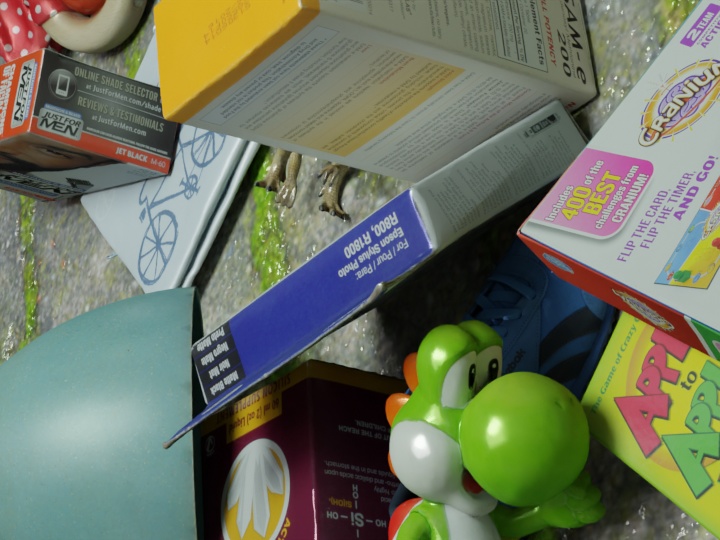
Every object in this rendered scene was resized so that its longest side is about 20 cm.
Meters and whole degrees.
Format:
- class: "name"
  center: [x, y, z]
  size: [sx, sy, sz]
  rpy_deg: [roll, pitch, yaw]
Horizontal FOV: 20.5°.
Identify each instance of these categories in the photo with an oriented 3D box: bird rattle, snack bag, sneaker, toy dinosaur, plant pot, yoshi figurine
- class: "bird rattle"
  center: [-0.225, -0.232, 1.518]
  size: [0.163, 0.112, 0.201]
  rpy_deg: [36, 111, 36]
- class: "snack bag"
  center: [-0.129, -0.085, 1.391]
  size: [0.189, 0.021, 0.200]
  rpy_deg: [-65, 33, 13]
- class: "sneaker"
  center: [0.070, 0.046, 1.013]
  size: [0.066, 0.078, 0.201]
  rpy_deg: [24, 96, 57]
- class: "toy dinosaur"
  center: [-0.021, -0.088, 1.216]
  size: [0.200, 0.058, 0.102]
  rpy_deg: [-125, 54, -76]
- class: "plant pot"
  center: [-0.159, 0.113, 1.178]
  size: [0.200, 0.134, 0.201]
  rpy_deg: [178, 90, -89]
- class: "yoshi figurine"
  center: [0.060, 0.127, 0.940]
  size: [0.112, 0.111, 0.201]
  rpy_deg: [-68, -20, -77]

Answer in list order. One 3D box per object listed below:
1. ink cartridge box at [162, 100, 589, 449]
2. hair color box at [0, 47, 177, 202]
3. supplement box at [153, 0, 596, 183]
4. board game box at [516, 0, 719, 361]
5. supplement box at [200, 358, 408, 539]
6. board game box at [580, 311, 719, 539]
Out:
- class: "ink cartridge box"
  center: [0.000, 0.000, 1.039]
  size: [0.199, 0.200, 0.041]
  rpy_deg: [-36, 88, 42]
- class: "hair color box"
  center: [-0.224, -0.099, 1.419]
  size: [0.200, 0.111, 0.064]
  rpy_deg: [-10, 68, 56]
- class: "supplement box"
  center: [0.008, -0.116, 1.051]
  size: [0.126, 0.199, 0.074]
  rpy_deg: [-32, 56, 43]
- class: "board game box"
  center: [0.181, -0.034, 0.866]
  size: [0.153, 0.040, 0.200]
  rpy_deg: [-51, 37, -6]
- class: "supplement box"
  center: [-0.022, 0.165, 1.088]
  size: [0.110, 0.085, 0.201]
  rpy_deg: [-31, 53, 45]
- class: "board game box"
  center: [0.183, 0.070, 0.870]
  size: [0.200, 0.047, 0.102]
  rpy_deg: [40, 110, 53]
